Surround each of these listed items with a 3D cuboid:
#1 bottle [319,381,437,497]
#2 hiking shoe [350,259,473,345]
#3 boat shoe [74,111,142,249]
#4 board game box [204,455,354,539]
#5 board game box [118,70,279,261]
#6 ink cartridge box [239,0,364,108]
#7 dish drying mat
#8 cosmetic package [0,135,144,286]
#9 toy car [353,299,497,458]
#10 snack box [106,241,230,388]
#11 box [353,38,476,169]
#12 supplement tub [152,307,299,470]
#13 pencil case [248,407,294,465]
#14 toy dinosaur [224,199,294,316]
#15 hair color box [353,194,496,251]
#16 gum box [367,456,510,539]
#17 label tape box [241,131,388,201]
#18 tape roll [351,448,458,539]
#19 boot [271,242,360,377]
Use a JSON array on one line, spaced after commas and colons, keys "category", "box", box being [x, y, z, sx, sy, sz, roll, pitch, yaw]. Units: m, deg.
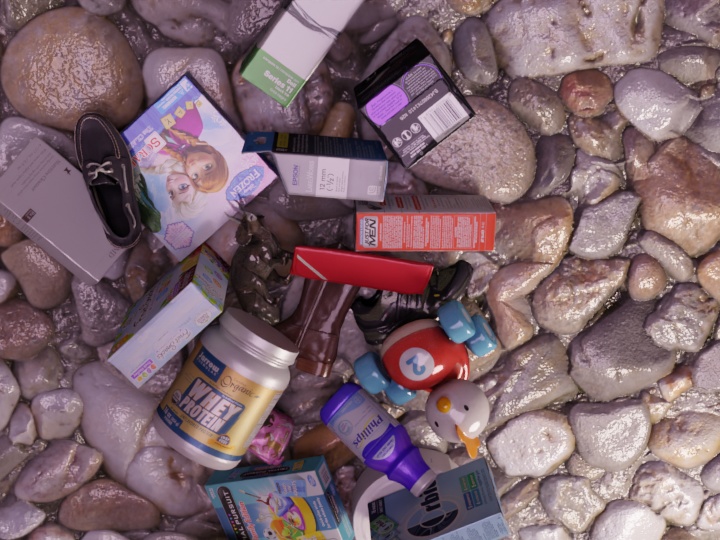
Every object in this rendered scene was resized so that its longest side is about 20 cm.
[{"category": "bottle", "box": [0.030, 0.263, 1.717, 0.200, 0.065, 0.084, 43, 92, 16]}, {"category": "hiking shoe", "box": [0.073, 0.031, 1.681, 0.200, 0.076, 0.101, -32, 110, 9]}, {"category": "boat shoe", "box": [-0.351, -0.129, 1.556, 0.073, 0.063, 0.200, -16, 90, -9]}, {"category": "board game box", "box": [-0.128, 0.381, 1.767, 0.200, 0.047, 0.151, -12, 109, 23]}, {"category": "board game box", "box": [-0.257, -0.149, 1.627, 0.200, 0.041, 0.200, -41, 105, 10]}, {"category": "ink cartridge box", "box": [-0.075, -0.335, 1.520, 0.083, 0.147, 0.200, 34, 104, -14]}, {"category": "dish drying mat", "box": [0.000, 0.000, 1.611, 0.200, 0.018, 0.077, 9, 144, -5]}, {"category": "cosmetic package", "box": [-0.425, -0.082, 1.601, 0.200, 0.081, 0.113, 39, 71, -13]}, {"category": "toy car", "box": [0.125, 0.181, 1.644, 0.184, 0.200, 0.177, -33, 151, 15]}, {"category": "snack box", "box": [-0.273, 0.059, 1.611, 0.169, 0.200, 0.068, -42, 105, 11]}, {"category": "box", "box": [0.070, -0.232, 1.530, 0.122, 0.200, 0.106, -37, 106, 9]}, {"category": "supplement tub", "box": [-0.191, 0.169, 1.602, 0.145, 0.145, 0.200, 31, 96, -11]}, {"category": "pencil case", "box": [-0.200, 0.229, 1.729, 0.200, 0.083, 0.087, 25, 94, -12]}, {"category": "toy dinosaur", "box": [-0.153, -0.007, 1.654, 0.102, 0.077, 0.200, 23, 121, 15]}, {"category": "hair color box", "box": [0.090, -0.070, 1.631, 0.200, 0.111, 0.064, 1, 107, -2]}, {"category": "gum box", "box": [0.112, 0.371, 1.670, 0.200, 0.170, 0.045, -22, 108, 5]}, {"category": "label tape box", "box": [-0.066, -0.150, 1.581, 0.200, 0.143, 0.066, 3, 107, -3]}, {"category": "tape roll", "box": [0.086, 0.390, 1.801, 0.202, 0.071, 0.203, 0, 108, -1]}, {"category": "boot", "box": [-0.094, 0.040, 1.687, 0.186, 0.064, 0.200, 19, 95, 13]}]
